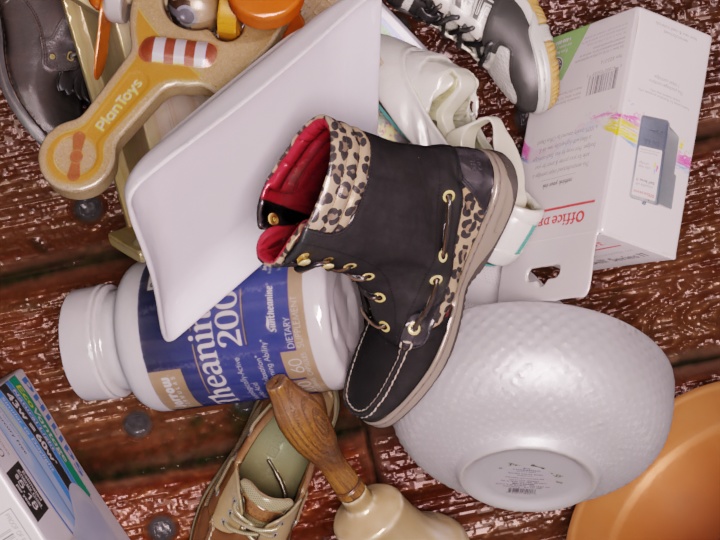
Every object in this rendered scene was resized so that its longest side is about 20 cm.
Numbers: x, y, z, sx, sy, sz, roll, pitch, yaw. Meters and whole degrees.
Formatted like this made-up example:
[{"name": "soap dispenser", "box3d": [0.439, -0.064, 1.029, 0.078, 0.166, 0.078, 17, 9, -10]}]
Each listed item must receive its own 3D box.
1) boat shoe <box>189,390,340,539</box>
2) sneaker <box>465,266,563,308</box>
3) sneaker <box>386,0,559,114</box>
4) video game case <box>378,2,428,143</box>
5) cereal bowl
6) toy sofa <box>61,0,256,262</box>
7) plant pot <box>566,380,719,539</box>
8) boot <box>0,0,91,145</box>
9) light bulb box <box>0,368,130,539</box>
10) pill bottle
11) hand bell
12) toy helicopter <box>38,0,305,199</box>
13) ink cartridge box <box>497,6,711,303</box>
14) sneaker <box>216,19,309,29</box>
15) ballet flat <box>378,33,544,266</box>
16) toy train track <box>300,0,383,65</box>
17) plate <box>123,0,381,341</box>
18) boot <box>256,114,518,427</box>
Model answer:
[{"name": "boat shoe", "box3d": [-0.076, 0.164, 1.127, 0.076, 0.074, 0.200, 20, 96, -3]}, {"name": "sneaker", "box3d": [0.047, 0.009, 1.104, 0.200, 0.074, 0.116, 43, 93, -13]}, {"name": "sneaker", "box3d": [0.064, -0.186, 1.069, 0.088, 0.076, 0.200, -24, 76, -17]}, {"name": "video game case", "box3d": [-0.054, -0.123, 1.120, 0.200, 0.022, 0.182, -44, 95, 3]}, {"name": "cereal bowl", "box3d": [0.117, 0.108, 1.060, 0.200, 0.200, 0.083, 6, 54, -1]}, {"name": "toy sofa", "box3d": [-0.139, -0.113, 1.031, 0.098, 0.083, 0.200, -21, 108, -21]}, {"name": "plant pot", "box3d": [0.266, 0.196, 1.086, 0.140, 0.200, 0.200, 42, 95, -21]}, {"name": "boot", "box3d": [-0.176, -0.183, 1.082, 0.174, 0.069, 0.200, -26, 87, 2]}, {"name": "light bulb box", "box3d": [-0.252, 0.194, 1.066, 0.125, 0.200, 0.198, -31, 96, 1]}, {"name": "pill bottle", "box3d": [-0.105, 0.040, 1.086, 0.200, 0.111, 0.111, -8, 97, 14]}, {"name": "hand bell", "box3d": [-0.010, 0.147, 1.073, 0.104, 0.104, 0.200, -29, 121, 3]}, {"name": "toy helicopter", "box3d": [-0.130, -0.131, 0.935, 0.132, 0.079, 0.200, 35, 76, 9]}, {"name": "ink cartridge box", "box3d": [0.164, -0.066, 1.049, 0.067, 0.117, 0.200, 18, 78, -25]}, {"name": "sneaker", "box3d": [-0.073, -0.194, 1.061, 0.077, 0.085, 0.200, 10, 78, -32]}, {"name": "ballet flat", "box3d": [0.067, -0.097, 1.052, 0.069, 0.069, 0.200, -30, 71, 3]}, {"name": "toy train track", "box3d": [-0.043, -0.141, 1.001, 0.115, 0.033, 0.200, 45, 65, -20]}, {"name": "plate", "box3d": [-0.067, -0.066, 0.953, 0.032, 0.200, 0.200, 40, 70, 19]}, {"name": "boot", "box3d": [0.000, 0.000, 0.970, 0.151, 0.073, 0.200, 14, 111, -37]}]
